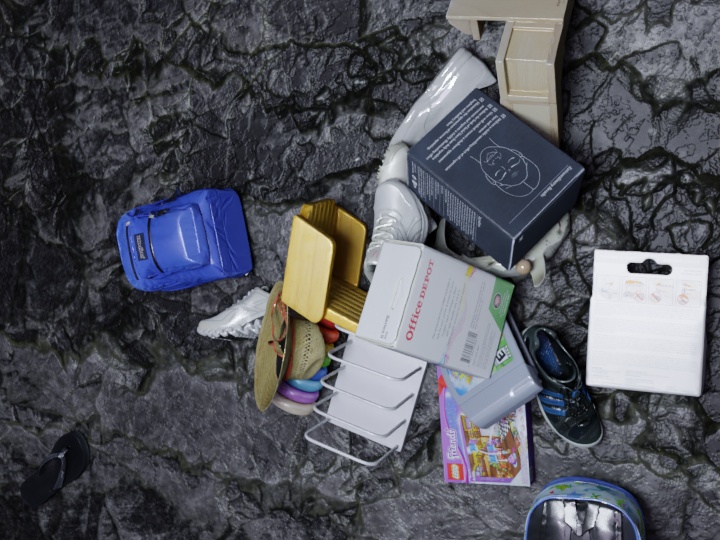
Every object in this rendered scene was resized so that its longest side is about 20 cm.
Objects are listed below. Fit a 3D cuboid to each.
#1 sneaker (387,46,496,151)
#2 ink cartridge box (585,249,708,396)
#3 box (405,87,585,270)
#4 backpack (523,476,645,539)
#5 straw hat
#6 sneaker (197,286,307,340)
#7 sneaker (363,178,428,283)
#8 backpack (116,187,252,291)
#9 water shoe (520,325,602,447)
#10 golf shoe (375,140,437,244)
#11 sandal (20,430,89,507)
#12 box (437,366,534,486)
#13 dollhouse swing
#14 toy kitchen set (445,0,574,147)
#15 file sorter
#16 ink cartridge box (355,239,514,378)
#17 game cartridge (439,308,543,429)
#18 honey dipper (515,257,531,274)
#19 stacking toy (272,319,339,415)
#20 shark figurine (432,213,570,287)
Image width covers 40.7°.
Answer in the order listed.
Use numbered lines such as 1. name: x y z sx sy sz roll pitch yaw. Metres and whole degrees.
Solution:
1. sneaker: 0.121 -0.232 1.458 0.088 0.075 0.200 37 113 -7
2. ink cartridge box: 0.409 0.073 1.384 0.161 0.050 0.200 4 94 23
3. box: 0.185 -0.128 1.358 0.148 0.107 0.200 -43 69 -14
4. backpack: 0.325 0.402 1.401 0.183 0.147 0.200 2 101 23
5. straw hat: -0.099 0.121 1.494 0.085 0.201 0.201 9 103 -18
6. sneaker: -0.182 0.072 1.622 0.200 0.075 0.081 -11 79 21
7. sneaker: 0.045 -0.033 1.389 0.078 0.099 0.200 -8 88 34
8. backpack: -0.308 -0.051 1.604 0.200 0.168 0.163 -10 86 27
9. water shoe: 0.292 0.173 1.408 0.071 0.079 0.200 -32 91 -9
10. golf shoe: 0.079 -0.096 1.462 0.097 0.078 0.200 18 125 33
11. sandal: -0.579 0.383 1.833 0.076 0.043 0.200 46 111 11
12. box: 0.193 0.228 1.494 0.137 0.039 0.200 -2 95 23
13. dollhouse swing: 0.000 0.000 1.463 0.176 0.200 0.182 12 101 14
14. toy kitchen set: 0.219 -0.315 1.401 0.163 0.180 0.200 8 59 19
15. file sorter: 0.011 0.182 1.519 0.139 0.125 0.200 20 103 19
16. ink cartridge box: 0.106 0.056 1.353 0.087 0.200 0.145 10 82 48
17. game cartridge: 0.177 0.124 1.428 0.133 0.040 0.200 -42 49 28
18. honey dipper: 0.203 -0.081 1.411 0.038 0.038 0.200 -30 60 23
19. stacking toy: -0.078 0.131 1.572 0.085 0.085 0.200 29 105 17
20. shark figurine: 0.207 -0.011 1.443 0.214 0.090 0.128 -5 61 15
